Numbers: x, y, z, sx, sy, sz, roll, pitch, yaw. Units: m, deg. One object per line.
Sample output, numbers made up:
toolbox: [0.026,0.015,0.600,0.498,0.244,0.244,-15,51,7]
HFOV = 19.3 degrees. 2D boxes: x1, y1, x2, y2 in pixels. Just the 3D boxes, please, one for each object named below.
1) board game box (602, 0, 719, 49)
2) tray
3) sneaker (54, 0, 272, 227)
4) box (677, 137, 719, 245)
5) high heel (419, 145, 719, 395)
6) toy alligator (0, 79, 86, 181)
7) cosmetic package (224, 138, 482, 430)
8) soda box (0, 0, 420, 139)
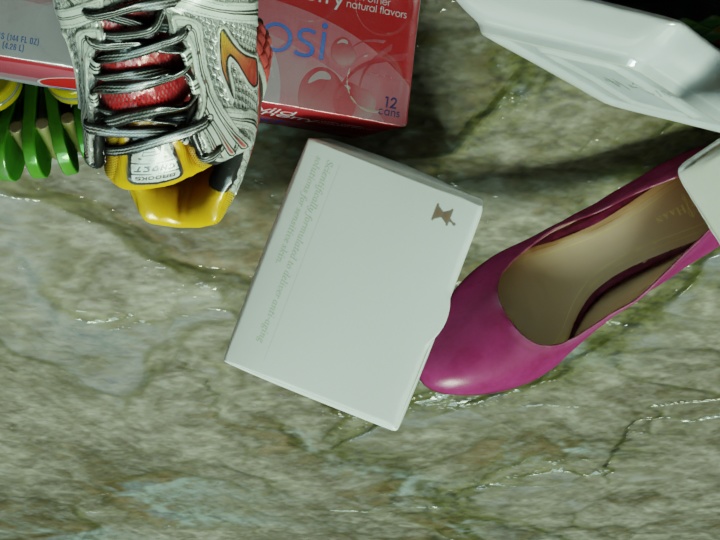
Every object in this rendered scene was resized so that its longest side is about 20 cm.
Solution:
board game box: [0.149,-0.154,0.837,0.200,0.057,0.165,15,151,-32]
tray: [0.114,-0.087,0.904,0.107,0.022,0.200,16,-179,26]
sneaker: [-0.066,-0.074,0.752,0.078,0.082,0.200,1,160,8]
box: [0.252,-0.048,0.868,0.200,0.128,0.109,-31,179,-31]
high heel: [0.115,-0.006,1.065,0.200,0.067,0.096,-34,172,-21]
toy alligator: [-0.120,-0.072,0.992,0.200,0.054,0.059,-5,155,7]
cosmetic package: [0.000,0.000,0.979,0.085,0.108,0.200,22,-178,1]
soda box: [-0.078,-0.105,0.890,0.200,0.070,0.063,8,176,-19]
